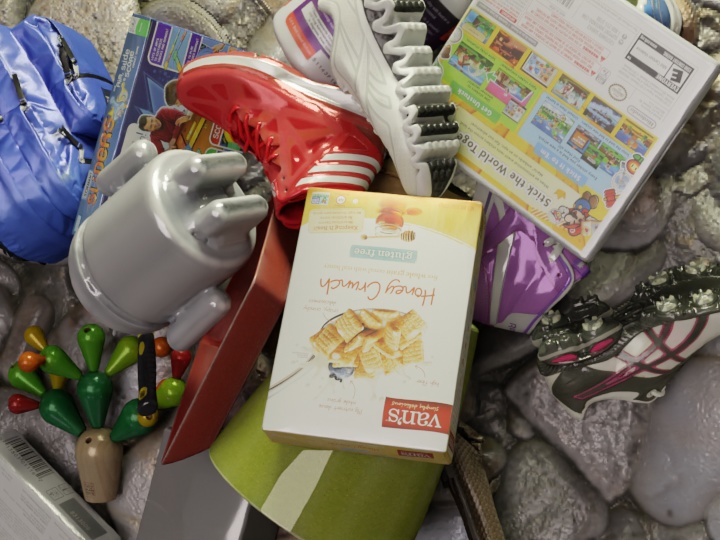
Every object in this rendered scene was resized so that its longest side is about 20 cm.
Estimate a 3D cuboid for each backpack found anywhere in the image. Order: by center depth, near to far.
[{"bbox_3d":[-0.296,-0.118,1.420,0.167,0.162,0.202,-30,77,16],"label":"backpack"}]

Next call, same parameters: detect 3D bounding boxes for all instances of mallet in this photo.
[{"bbox_3d":[-0.184,0.050,1.379,0.066,0.041,0.201,-37,35,11],"label":"mallet"}]

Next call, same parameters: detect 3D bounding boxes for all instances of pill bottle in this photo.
[{"bbox_3d":[0.032,-0.233,1.310,0.199,0.111,0.112,-37,76,18],"label":"pill bottle"}]

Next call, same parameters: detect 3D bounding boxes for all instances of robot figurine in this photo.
[{"bbox_3d":[-0.164,-0.021,1.274,0.199,0.112,0.171,-35,73,35],"label":"robot figurine"}]

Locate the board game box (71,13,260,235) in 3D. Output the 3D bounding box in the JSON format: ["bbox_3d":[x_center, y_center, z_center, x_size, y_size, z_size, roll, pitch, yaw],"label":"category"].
[{"bbox_3d":[-0.167,-0.112,1.378,0.034,0.134,0.202,22,97,49],"label":"board game box"}]

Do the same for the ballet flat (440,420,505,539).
[{"bbox_3d":[0.112,0.218,1.301,0.046,0.067,0.202,-20,76,-12],"label":"ballet flat"}]

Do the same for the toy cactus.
[{"bbox_3d":[-0.246,0.134,1.440,0.197,0.102,0.167,1,99,14],"label":"toy cactus"}]

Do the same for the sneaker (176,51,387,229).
[{"bbox_3d":[-0.077,-0.106,1.273,0.198,0.079,0.116,13,59,18],"label":"sneaker"}]

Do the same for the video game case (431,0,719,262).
[{"bbox_3d":[0.153,-0.138,1.222,0.199,0.023,0.183,38,103,19],"label":"video game case"}]

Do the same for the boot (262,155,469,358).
[{"bbox_3d":[0.000,0.000,1.332,0.175,0.066,0.202,27,99,50],"label":"boot"}]

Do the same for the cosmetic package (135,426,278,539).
[{"bbox_3d":[-0.140,0.247,1.389,0.106,0.090,0.202,19,94,22],"label":"cosmetic package"}]

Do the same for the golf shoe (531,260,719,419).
[{"bbox_3d":[0.240,0.054,1.249,0.198,0.077,0.089,-17,113,14],"label":"golf shoe"}]

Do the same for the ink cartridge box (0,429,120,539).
[{"bbox_3d":[-0.330,0.281,1.499,0.160,0.047,0.201,40,121,19],"label":"ink cartridge box"}]

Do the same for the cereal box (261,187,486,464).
[{"bbox_3d":[0.013,0.039,1.175,0.142,0.040,0.202,5,68,12],"label":"cereal box"}]

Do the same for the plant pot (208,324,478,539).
[{"bbox_3d":[0.006,0.109,1.256,0.186,0.187,0.201,33,95,20],"label":"plant pot"}]

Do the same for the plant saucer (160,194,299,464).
[{"bbox_3d":[-0.100,0.043,1.311,0.036,0.200,0.201,25,118,-9],"label":"plant saucer"}]

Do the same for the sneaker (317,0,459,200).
[{"bbox_3d":[0.022,-0.148,1.231,0.080,0.075,0.202,-19,80,30],"label":"sneaker"}]

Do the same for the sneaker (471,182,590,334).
[{"bbox_3d":[0.148,-0.046,1.287,0.113,0.073,0.203,21,102,13],"label":"sneaker"}]

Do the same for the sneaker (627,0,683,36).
[{"bbox_3d":[0.184,-0.257,1.265,0.200,0.077,0.076,47,107,18],"label":"sneaker"}]
